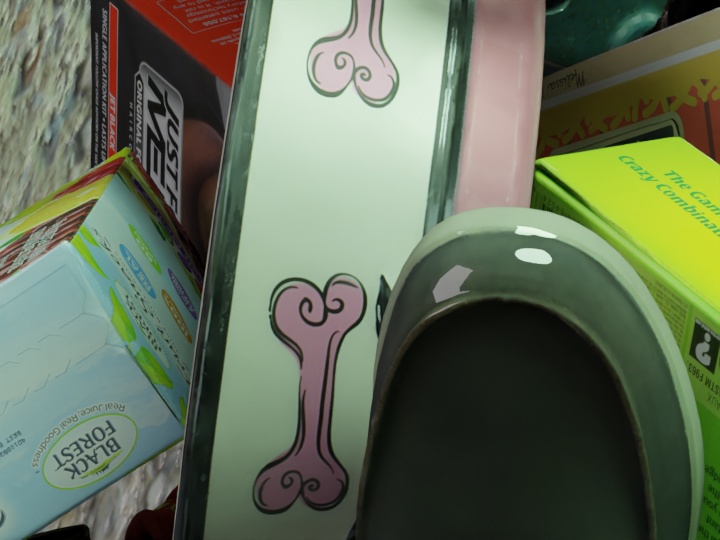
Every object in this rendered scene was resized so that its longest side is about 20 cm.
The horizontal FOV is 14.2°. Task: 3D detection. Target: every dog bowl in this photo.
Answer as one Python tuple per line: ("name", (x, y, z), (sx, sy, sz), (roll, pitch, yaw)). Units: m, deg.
("dog bowl", (0.000, 0.000, 0.736), (0.200, 0.073, 0.202), (-171, 90, -89))

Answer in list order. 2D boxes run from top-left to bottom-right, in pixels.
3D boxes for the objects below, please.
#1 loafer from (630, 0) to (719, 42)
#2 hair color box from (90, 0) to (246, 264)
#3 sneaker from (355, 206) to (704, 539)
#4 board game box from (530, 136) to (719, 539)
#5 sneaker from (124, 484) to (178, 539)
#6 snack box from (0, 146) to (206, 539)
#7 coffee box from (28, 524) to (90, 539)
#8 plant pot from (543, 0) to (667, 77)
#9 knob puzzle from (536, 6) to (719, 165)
("loafer", (0.108, -0.063, 0.811), (0.200, 0.071, 0.073), (-30, 46, 51))
("hair color box", (-0.017, -0.020, 0.933), (0.200, 0.061, 0.102), (39, 136, 46))
("sneaker", (0.033, 0.094, 0.617), (0.106, 0.074, 0.201), (-71, -19, -60))
("board game box", (0.104, 0.060, 0.649), (0.200, 0.047, 0.102), (42, 133, 46))
("sneaker", (-0.036, 0.084, 0.961), (0.077, 0.085, 0.201), (-29, 47, 51))
("snack box", (-0.127, 0.045, 0.837), (0.168, 0.068, 0.200), (-32, 7, 6))
("coffee box", (-0.103, 0.197, 0.906), (0.201, 0.079, 0.113), (70, 153, 16))
("plant pot", (0.028, -0.165, 0.917), (0.200, 0.196, 0.197), (46, 114, 41))
("knob puzzle", (0.094, 0.033, 0.742), (0.219, 0.030, 0.222), (3, 94, 56))
